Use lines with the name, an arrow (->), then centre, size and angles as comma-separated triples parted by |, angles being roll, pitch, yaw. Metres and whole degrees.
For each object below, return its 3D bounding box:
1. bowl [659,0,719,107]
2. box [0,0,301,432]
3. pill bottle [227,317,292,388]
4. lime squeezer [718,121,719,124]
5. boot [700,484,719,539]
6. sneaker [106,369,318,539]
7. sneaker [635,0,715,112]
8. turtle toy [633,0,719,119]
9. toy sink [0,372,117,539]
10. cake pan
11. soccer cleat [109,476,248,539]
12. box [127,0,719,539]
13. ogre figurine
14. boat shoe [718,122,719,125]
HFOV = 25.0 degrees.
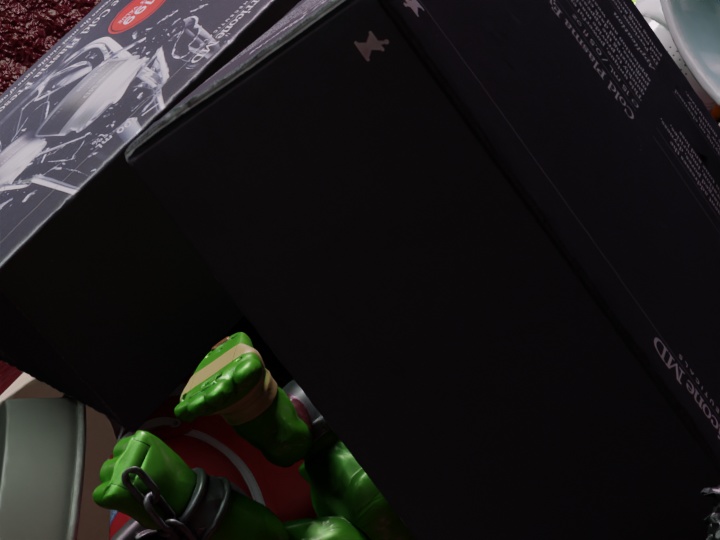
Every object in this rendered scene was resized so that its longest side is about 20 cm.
bowl -> 0.216, -0.120, 0.577 | 0.201, 0.201, 0.105 | -35, -30, 25
box -> -0.112, -0.044, 0.794 | 0.200, 0.104, 0.182 | -48, 31, -18
pill bottle -> 0.000, 0.000, 0.858 | 0.200, 0.120, 0.120 | -46, 6, 22
lime squeezer -> 0.189, -0.066, 0.789 | 0.200, 0.038, 0.071 | -43, 10, -15
boot -> 0.175, 0.014, 0.385 | 0.162, 0.073, 0.198 | -35, 10, 40
sneaker -> -0.104, 0.081, 0.780 | 0.112, 0.071, 0.200 | -24, 40, -38
sneaker -> 0.122, -0.067, 0.813 | 0.088, 0.081, 0.200 | -46, -11, -20
turtle toy -> 0.211, -0.156, 0.886 | 0.200, 0.101, 0.146 | -44, 3, -33
toy sink -> -0.153, 0.098, 1.050 | 0.200, 0.130, 0.112 | -35, 10, 27
cake pan -> -0.173, 0.152, 0.798 | 0.200, 0.037, 0.201 | -169, 90, -75
soccer cleat -> -0.110, 0.171, 0.663 | 0.073, 0.068, 0.200 | -24, 32, 58
box -> 0.050, -0.019, 0.554 | 0.104, 0.200, 0.182 | -31, 11, 29
ogre figurine -> -0.006, 0.063, 0.680 | 0.098, 0.120, 0.200 | -27, 16, 36
boat shoe -> 0.227, -0.084, 0.668 | 0.201, 0.074, 0.063 | -45, -26, 18
